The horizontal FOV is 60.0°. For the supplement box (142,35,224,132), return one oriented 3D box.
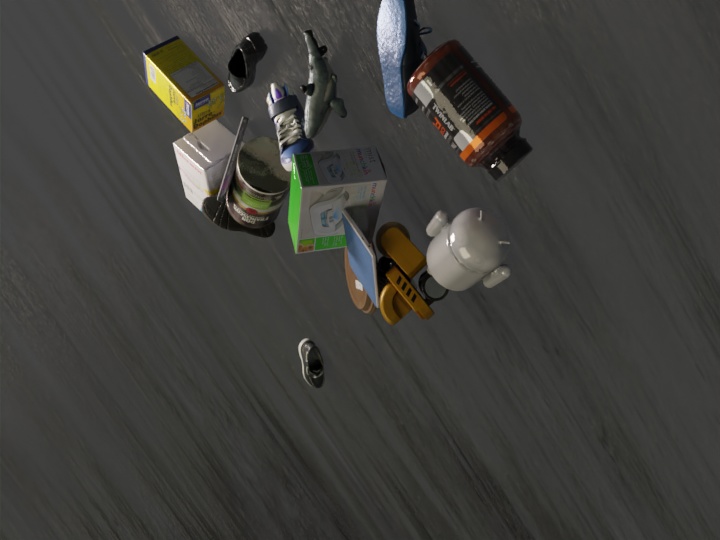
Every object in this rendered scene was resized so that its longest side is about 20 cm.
[{"bbox_3d":[-0.449,-0.475,1.590,0.200,0.108,0.110,46,152,12],"label":"supplement box"}]

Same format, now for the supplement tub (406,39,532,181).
[{"bbox_3d":[0.165,-0.231,0.923,0.201,0.106,0.107,51,152,5],"label":"supplement tub"}]

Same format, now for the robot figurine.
[{"bbox_3d":[0.189,-0.037,1.101,0.168,0.114,0.200,37,152,-4],"label":"robot figurine"}]

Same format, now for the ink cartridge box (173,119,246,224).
[{"bbox_3d":[-0.398,-0.270,1.706,0.146,0.145,0.202,39,150,24],"label":"ink cartridge box"}]

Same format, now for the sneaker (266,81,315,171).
[{"bbox_3d":[-0.154,-0.305,1.279,0.202,0.079,0.148,-95,-20,-57],"label":"sneaker"}]

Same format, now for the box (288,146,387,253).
[{"bbox_3d":[-0.052,-0.142,1.266,0.202,0.172,0.098,105,154,-53],"label":"box"}]

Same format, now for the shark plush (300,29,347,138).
[{"bbox_3d":[-0.079,-0.351,1.188,0.091,0.083,0.202,41,150,21],"label":"shark plush"}]

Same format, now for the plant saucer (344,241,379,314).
[{"bbox_3d":[0.000,0.000,1.426,0.200,0.029,0.206,172,90,-73],"label":"plant saucer"}]

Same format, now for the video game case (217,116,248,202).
[{"bbox_3d":[-0.312,-0.266,1.519,0.019,0.205,0.143,18,-179,-14],"label":"video game case"}]

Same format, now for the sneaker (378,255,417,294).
[{"bbox_3d":[0.059,0.009,1.404,0.199,0.072,0.090,-1,107,67],"label":"sneaker"}]

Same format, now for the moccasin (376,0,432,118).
[{"bbox_3d":[0.070,-0.346,0.985,0.080,0.067,0.203,42,150,34],"label":"moccasin"}]

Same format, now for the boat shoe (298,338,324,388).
[{"bbox_3d":[-0.157,0.324,2.091,0.060,0.075,0.203,27,144,48],"label":"boat shoe"}]

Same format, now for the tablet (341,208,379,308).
[{"bbox_3d":[0.004,-0.020,1.262,0.131,0.013,0.202,57,167,30],"label":"tablet"}]

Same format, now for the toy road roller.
[{"bbox_3d":[0.078,0.016,1.249,0.201,0.145,0.123,49,-177,0],"label":"toy road roller"}]

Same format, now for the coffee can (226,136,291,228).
[{"bbox_3d":[-0.248,-0.213,1.540,0.147,0.146,0.200,50,152,4],"label":"coffee can"}]

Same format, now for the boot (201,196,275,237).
[{"bbox_3d":[-0.327,-0.149,1.689,0.199,0.075,0.154,19,-171,-11],"label":"boot"}]

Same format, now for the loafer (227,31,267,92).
[{"bbox_3d":[-0.265,-0.451,1.374,0.069,0.070,0.200,55,153,-4],"label":"loafer"}]
